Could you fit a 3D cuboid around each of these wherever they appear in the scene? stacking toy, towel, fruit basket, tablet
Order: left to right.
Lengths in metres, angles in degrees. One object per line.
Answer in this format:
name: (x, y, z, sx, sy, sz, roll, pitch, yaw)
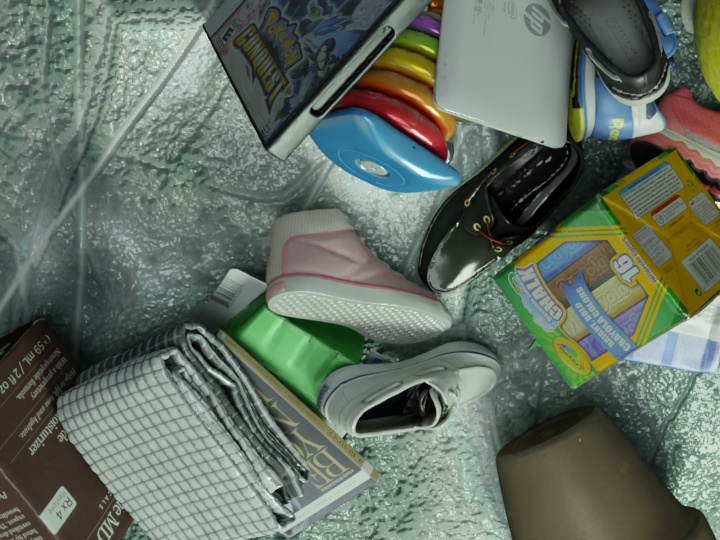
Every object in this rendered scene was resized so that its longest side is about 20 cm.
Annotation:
towel: (-0.155, 0.153, 1.115, 0.165, 0.086, 0.200, -24, 110, 36)
fruit basket: (-0.091, 0.109, 1.188, 0.185, 0.094, 0.200, 31, 124, -9)
stacking toy: (0.049, -0.170, 1.018, 0.116, 0.110, 0.201, 30, 77, -25)
tablet: (0.124, -0.209, 1.011, 0.129, 0.014, 0.201, 14, 75, -27)
towel: (0.290, -0.001, 1.158, 0.146, 0.024, 0.201, 11, 111, -2)

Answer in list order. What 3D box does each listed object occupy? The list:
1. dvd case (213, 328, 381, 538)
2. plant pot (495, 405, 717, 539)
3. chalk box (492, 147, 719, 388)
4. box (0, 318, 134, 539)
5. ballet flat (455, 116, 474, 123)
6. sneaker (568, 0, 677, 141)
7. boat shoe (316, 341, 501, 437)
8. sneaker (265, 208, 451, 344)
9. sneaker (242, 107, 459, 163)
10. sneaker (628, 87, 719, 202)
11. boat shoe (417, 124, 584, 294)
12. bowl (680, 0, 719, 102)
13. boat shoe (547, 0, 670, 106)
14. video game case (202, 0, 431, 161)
dvd case: (-0.097, 0.157, 1.154, 0.200, 0.016, 0.149, 43, 131, -10)
plant pot: (0.213, 0.230, 1.176, 0.199, 0.200, 0.175, -27, 89, 11)
chalk box: (0.213, 0.008, 1.076, 0.124, 0.124, 0.200, 55, 140, 5)
box: (-0.327, 0.187, 1.151, 0.164, 0.166, 0.200, -26, 109, 26)
ballet flat: (0.142, -0.161, 1.076, 0.199, 0.046, 0.068, 5, 68, -3)
sneaker: (0.222, -0.202, 1.032, 0.082, 0.074, 0.201, 6, 85, 5)
boat shoe: (0.058, 0.114, 1.138, 0.199, 0.066, 0.072, -2, 119, -36)
sneaker: (0.000, 0.000, 1.139, 0.199, 0.105, 0.075, 15, 145, -34)
sneaker: (-0.008, -0.135, 1.089, 0.199, 0.071, 0.073, 10, 111, -3)
sneaker: (0.339, -0.095, 1.083, 0.199, 0.074, 0.087, 29, 73, 1)
boat shoe: (0.123, -0.053, 1.123, 0.074, 0.063, 0.201, 37, 109, -15)
bowl: (0.330, -0.220, 1.017, 0.107, 0.200, 0.201, 29, 116, 36)
boat shoe: (0.178, -0.222, 0.971, 0.074, 0.060, 0.201, -26, 77, 11)
video game case: (-0.040, -0.211, 1.001, 0.181, 0.200, 0.025, -45, 132, 16)
